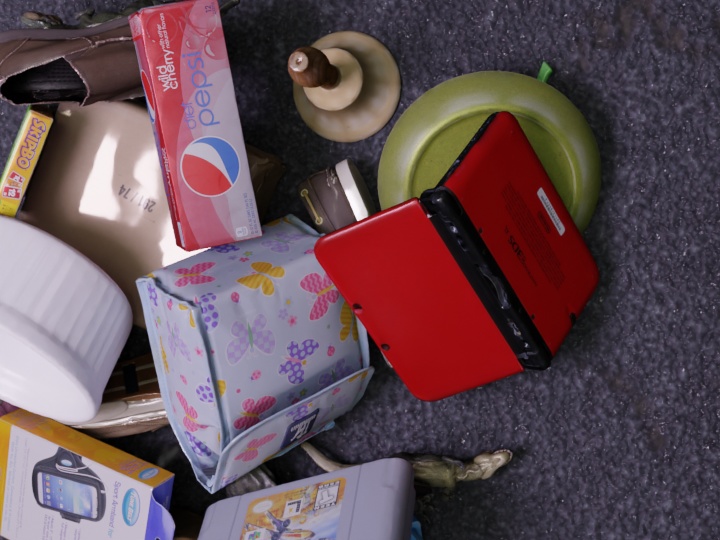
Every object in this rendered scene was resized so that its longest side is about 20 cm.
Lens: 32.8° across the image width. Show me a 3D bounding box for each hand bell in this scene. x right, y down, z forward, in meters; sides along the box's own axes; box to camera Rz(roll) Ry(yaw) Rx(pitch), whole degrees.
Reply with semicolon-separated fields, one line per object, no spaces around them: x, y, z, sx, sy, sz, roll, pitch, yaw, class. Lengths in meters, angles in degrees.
-0.032;-0.168;1.053;0.104;0.200;0.104;1;93;11;hand bell

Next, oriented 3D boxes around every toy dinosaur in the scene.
-0.095;0.211;1.147;0.200;0.047;0.088;30;129;23;toy dinosaur
-0.203;-0.229;1.125;0.199;0.088;0.048;-7;105;4;toy dinosaur
0.036;0.185;1.107;0.199;0.088;0.048;3;104;10;toy dinosaur

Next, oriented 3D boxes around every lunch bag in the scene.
-0.081;0.077;1.066;0.127;0.169;0.201;26;131;47;lunch bag

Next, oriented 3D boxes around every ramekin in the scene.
-0.295;0.039;1.056;0.200;0.201;0.098;22;63;9;ramekin

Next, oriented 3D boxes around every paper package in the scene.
-0.199;-0.053;1.139;0.200;0.103;0.191;23;96;8;paper package

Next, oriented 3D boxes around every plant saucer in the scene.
0.115;-0.074;1.077;0.199;0.031;0.201;0;112;0;plant saucer

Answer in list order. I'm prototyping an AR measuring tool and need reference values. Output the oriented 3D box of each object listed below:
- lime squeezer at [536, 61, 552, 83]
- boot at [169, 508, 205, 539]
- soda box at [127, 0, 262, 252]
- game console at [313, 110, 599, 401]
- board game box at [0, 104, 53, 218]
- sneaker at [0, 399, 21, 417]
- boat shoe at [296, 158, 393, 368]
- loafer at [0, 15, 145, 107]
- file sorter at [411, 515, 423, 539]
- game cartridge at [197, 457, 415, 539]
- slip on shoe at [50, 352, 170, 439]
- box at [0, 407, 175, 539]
0.113;-0.097;1.110;0.200;0.038;0.071;-41;85;11;lime squeezer
-0.152;0.309;1.159;0.199;0.072;0.155;-3;108;29;boot
-0.136;-0.121;1.016;0.070;0.063;0.201;-13;100;-14;soda box
0.088;-0.008;1.046;0.119;0.172;0.200;2;136;46;game console
-0.310;-0.104;1.120;0.030;0.200;0.096;21;94;-20;board game box
-0.317;0.112;1.191;0.200;0.090;0.075;-49;42;-10;sneaker
0.000;0.000;1.120;0.059;0.072;0.201;-22;84;11;boat shoe
-0.224;-0.169;1.057;0.199;0.073;0.071;-7;46;0;loafer
-0.017;0.324;1.059;0.199;0.123;0.139;-13;106;-14;file sorter
-0.053;0.229;1.014;0.199;0.133;0.042;-17;115;18;game cartridge
-0.195;0.122;1.163;0.199;0.076;0.061;-11;133;-6;slip on shoe
-0.248;0.215;1.114;0.200;0.041;0.119;19;110;20;box
